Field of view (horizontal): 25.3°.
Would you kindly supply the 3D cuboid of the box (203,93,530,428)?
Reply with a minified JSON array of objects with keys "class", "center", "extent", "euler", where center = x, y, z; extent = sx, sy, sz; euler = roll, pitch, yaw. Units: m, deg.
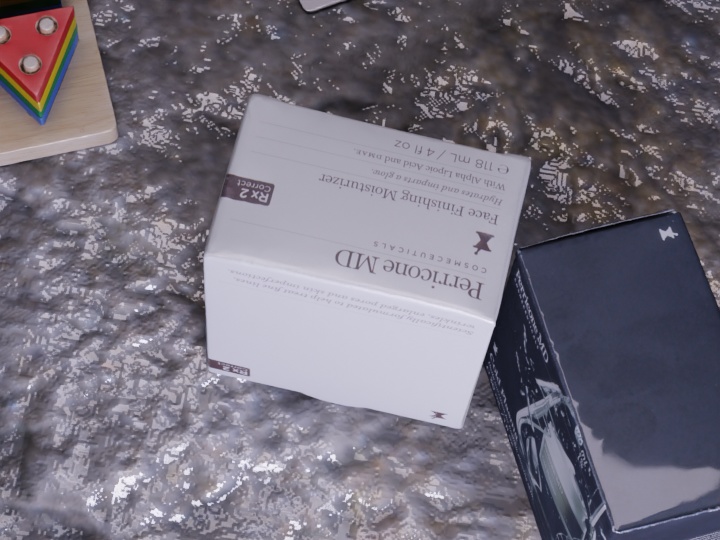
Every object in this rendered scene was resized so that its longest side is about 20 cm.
[{"class":"box","center":[0.000,0.000,1.122],"extent":[0.198,0.200,0.131],"euler":[13,64,2]}]

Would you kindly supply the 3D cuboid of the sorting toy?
[{"class":"sorting toy","center":[-0.309,-0.182,1.257],"extent":[0.199,0.070,0.200],"euler":[-13,67,-10]}]

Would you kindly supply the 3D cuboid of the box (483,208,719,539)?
[{"class":"box","center":[0.177,0.099,1.090],"extent":[0.123,0.197,0.201],"euler":[-13,66,-10]}]

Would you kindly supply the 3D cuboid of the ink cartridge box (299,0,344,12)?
[{"class":"ink cartridge box","center":[-0.035,-0.328,1.346],"extent":[0.115,0.067,0.201],"euler":[-22,68,-14]}]
